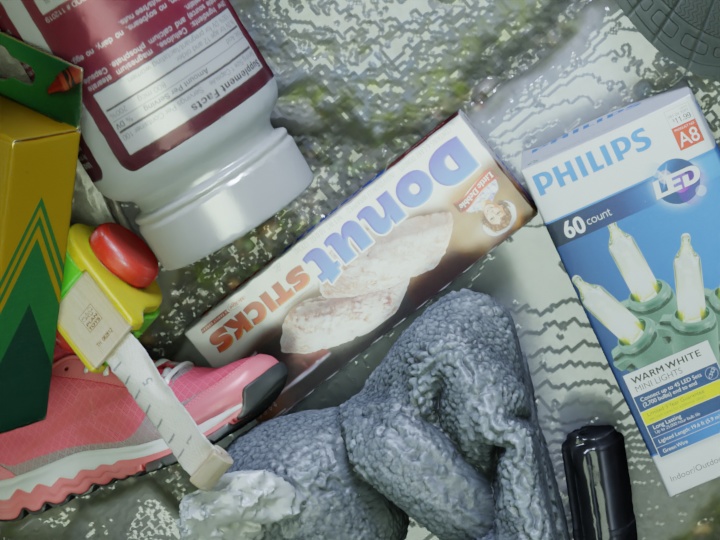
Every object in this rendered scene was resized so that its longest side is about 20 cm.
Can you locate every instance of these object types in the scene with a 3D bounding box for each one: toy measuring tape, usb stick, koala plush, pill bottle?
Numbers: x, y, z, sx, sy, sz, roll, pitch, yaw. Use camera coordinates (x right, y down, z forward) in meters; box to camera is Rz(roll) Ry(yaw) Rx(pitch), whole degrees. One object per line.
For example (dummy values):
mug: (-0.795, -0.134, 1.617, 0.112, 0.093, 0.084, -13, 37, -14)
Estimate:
toy measuring tape: (-0.119, 0.037, 1.296, 0.074, 0.074, 0.200, -45, 67, 12)
usb stick: (0.142, 0.186, 1.358, 0.032, 0.055, 0.201, -7, 94, 19)
koala plush: (0.002, 0.116, 1.315, 0.199, 0.177, 0.185, -13, 90, 7)
pill bottle: (-0.114, -0.109, 1.290, 0.114, 0.114, 0.201, -29, 100, 10)

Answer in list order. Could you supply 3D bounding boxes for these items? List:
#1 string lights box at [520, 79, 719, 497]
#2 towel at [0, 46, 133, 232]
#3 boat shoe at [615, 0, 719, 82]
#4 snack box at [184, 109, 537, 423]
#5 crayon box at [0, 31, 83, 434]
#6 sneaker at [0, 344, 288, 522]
string lights box: (0.173, 0.009, 1.326, 0.102, 0.059, 0.201, -24, 100, 10)
towel: (-0.212, -0.051, 1.352, 0.132, 0.034, 0.201, -21, 102, 9)
boat shoe: (0.215, -0.136, 1.294, 0.201, 0.065, 0.075, 31, 122, 2)
snack box: (0.000, 0.000, 1.353, 0.200, 0.024, 0.072, -38, 96, 11)
crayon box: (-0.213, -0.029, 1.278, 0.127, 0.051, 0.201, 24, 115, 35)
sneaker: (-0.138, 0.073, 1.346, 0.199, 0.074, 0.087, -21, 92, 20)
